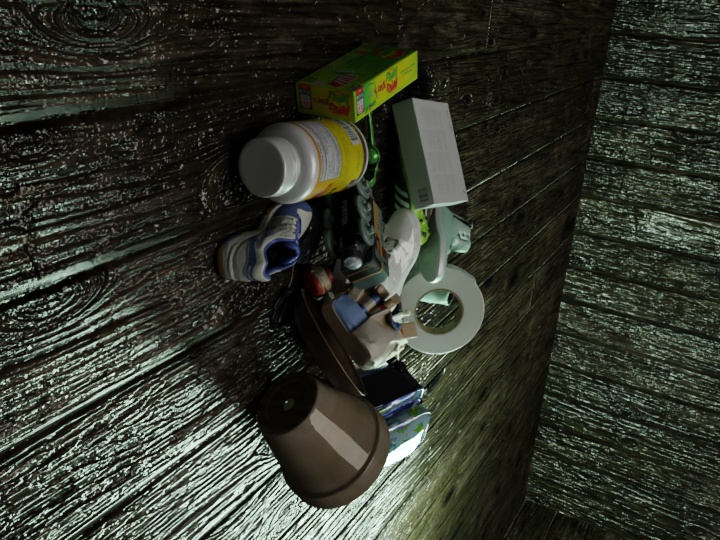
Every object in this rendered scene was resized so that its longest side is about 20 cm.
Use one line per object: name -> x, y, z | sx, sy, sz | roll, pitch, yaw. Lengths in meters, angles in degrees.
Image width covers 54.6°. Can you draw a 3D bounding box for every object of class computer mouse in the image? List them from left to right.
computer mouse -> -0.098, -0.004, 1.107 | 0.059, 0.034, 0.201 | 17, 89, -65

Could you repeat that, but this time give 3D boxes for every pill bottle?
pill bottle -> -0.079, -0.155, 0.977 | 0.200, 0.109, 0.110 | -25, 125, -57

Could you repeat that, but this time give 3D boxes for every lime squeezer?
lime squeezer -> 0.002, -0.188, 1.216 | 0.070, 0.038, 0.201 | 16, 90, -33

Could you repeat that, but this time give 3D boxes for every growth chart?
growth chart -> 0.034, 0.172, 1.383 | 0.144, 0.018, 0.201 | -13, 129, -38

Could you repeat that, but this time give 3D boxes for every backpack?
backpack -> 0.035, 0.301, 1.363 | 0.182, 0.147, 0.201 | -20, 143, -24

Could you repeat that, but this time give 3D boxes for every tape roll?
tape roll -> 0.167, 0.083, 1.501 | 0.037, 0.201, 0.204 | -98, -167, -70

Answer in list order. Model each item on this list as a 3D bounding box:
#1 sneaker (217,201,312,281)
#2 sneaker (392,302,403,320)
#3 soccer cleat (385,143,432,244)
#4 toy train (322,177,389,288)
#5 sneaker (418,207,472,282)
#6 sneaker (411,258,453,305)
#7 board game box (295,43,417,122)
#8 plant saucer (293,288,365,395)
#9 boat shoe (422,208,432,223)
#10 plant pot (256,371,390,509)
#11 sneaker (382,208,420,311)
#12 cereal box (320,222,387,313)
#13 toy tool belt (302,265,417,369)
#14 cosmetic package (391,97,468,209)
sneaker -> -0.113, -0.037, 0.999 | 0.200, 0.088, 0.076 | -47, 141, -45
sneaker -> 0.051, 0.087, 1.424 | 0.079, 0.075, 0.201 | -63, 161, -49
soccer cleat -> 0.082, -0.144, 1.353 | 0.067, 0.081, 0.201 | -17, 97, -56
toy train -> -0.005, -0.066, 1.117 | 0.114, 0.085, 0.201 | 52, 24, -42
sneaker -> 0.185, -0.048, 1.439 | 0.118, 0.074, 0.201 | 25, 50, -25
sneaker -> 0.177, -0.022, 1.539 | 0.074, 0.118, 0.202 | -25, 126, -57
board game box -> -0.001, -0.291, 1.065 | 0.200, 0.101, 0.048 | -46, 143, -44
plant saucer -> -0.057, 0.124, 1.133 | 0.037, 0.201, 0.201 | -30, 147, 2
boat shoe -> 0.116, -0.129, 1.415 | 0.060, 0.071, 0.203 | 3, 99, -59
plant pot -> -0.075, 0.263, 1.148 | 0.174, 0.199, 0.201 | 53, 55, -39
sneaker -> 0.046, -0.018, 1.248 | 0.115, 0.073, 0.201 | 8, 97, -65
cereal box -> 0.000, 0.000, 1.292 | 0.144, 0.039, 0.201 | 28, 79, -62
toy tool belt -> 0.003, 0.057, 1.171 | 0.123, 0.201, 0.125 | -35, -179, -25
cosmetic package -> 0.136, -0.222, 1.335 | 0.150, 0.051, 0.201 | -12, 91, -54
